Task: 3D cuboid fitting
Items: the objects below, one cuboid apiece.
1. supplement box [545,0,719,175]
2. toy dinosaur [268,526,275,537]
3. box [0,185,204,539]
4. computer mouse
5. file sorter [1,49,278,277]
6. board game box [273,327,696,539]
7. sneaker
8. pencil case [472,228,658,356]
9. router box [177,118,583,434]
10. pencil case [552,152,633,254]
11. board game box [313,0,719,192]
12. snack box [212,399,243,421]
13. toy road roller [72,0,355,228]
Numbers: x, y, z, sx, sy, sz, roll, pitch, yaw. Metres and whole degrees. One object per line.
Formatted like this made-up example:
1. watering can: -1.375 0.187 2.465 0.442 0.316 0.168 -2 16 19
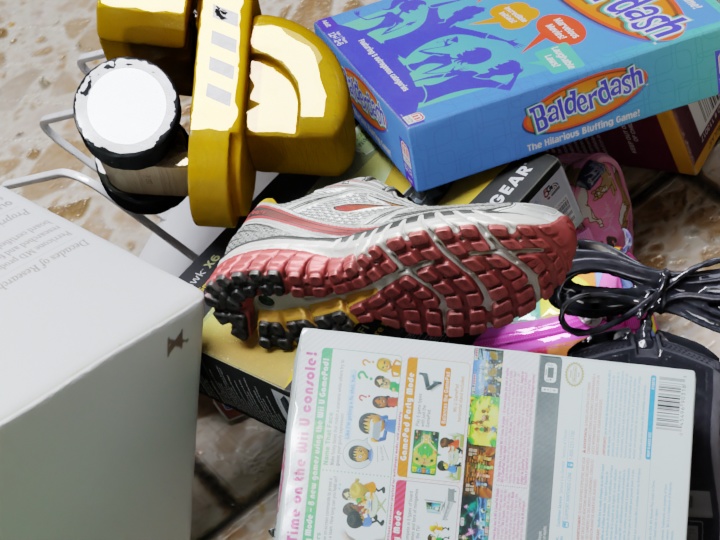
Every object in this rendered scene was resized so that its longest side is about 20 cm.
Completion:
1. supplement box: 0.130 -0.136 1.724 0.200 0.086 0.110 10 53 34
2. toy dinosaur: 0.030 0.152 1.502 0.136 0.102 0.200 -25 21 -24
3. box: -0.209 0.096 1.517 0.171 0.199 0.200 26 39 28
4. computer mouse: 0.153 0.090 1.477 0.138 0.053 0.200 9 73 -1
5. file sorter: -0.126 -0.059 1.687 0.139 0.125 0.200 -3 55 61
6. board game box: 0.059 0.116 1.403 0.200 0.064 0.148 7 72 -3
7. sneaker: 0.016 -0.017 1.462 0.200 0.078 0.082 -3 46 24
8. pencil case: 0.071 0.042 1.572 0.200 0.088 0.088 -15 43 17
9. router box: 0.000 0.000 1.554 0.157 0.052 0.200 21 59 41
10. pencil case: 0.059 -0.029 1.655 0.200 0.087 0.083 2 67 29
11. board game box: 0.093 -0.122 1.583 0.200 0.045 0.152 -18 32 -14
12. snack box: -0.064 0.005 1.726 0.072 0.024 0.200 -22 41 9
13. toy road roller: -0.073 -0.122 1.558 0.146 0.123 0.200 4 75 3
